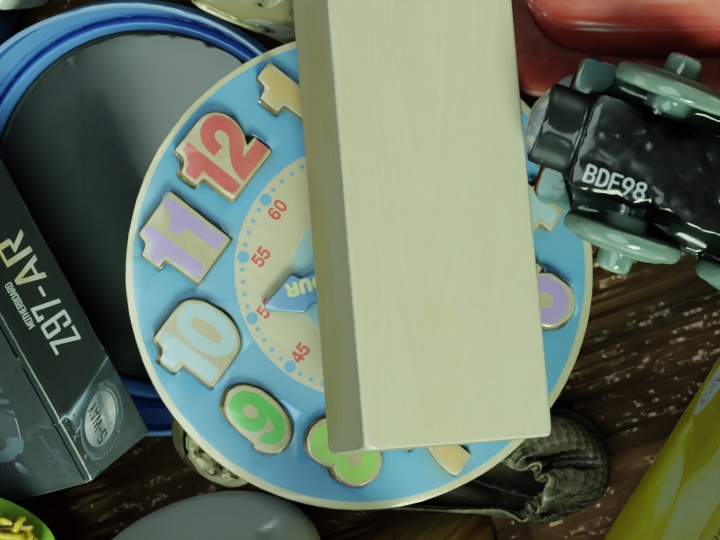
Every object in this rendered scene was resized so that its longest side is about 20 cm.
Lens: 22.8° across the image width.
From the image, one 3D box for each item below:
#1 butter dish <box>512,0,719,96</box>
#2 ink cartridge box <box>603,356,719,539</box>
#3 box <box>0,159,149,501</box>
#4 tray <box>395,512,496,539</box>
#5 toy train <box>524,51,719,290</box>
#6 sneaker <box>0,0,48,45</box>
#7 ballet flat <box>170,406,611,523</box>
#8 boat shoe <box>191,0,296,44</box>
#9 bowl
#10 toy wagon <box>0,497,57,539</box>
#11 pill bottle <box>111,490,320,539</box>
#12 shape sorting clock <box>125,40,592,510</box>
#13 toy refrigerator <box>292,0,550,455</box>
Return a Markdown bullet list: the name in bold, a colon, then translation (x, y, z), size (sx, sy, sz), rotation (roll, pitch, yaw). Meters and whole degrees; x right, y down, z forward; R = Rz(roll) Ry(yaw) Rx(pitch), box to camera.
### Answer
- **butter dish**: translation (0.130, -0.162, 0.684), size (0.198, 0.148, 0.201), rotation (3, 99, 18)
- **ink cartridge box**: translation (0.123, 0.140, 0.667), size (0.047, 0.200, 0.199), rotation (29, 106, -6)
- **box**: translation (-0.209, 0.035, 0.829), size (0.199, 0.043, 0.161), rotation (-17, 105, 41)
- **tray**: translation (0.025, 0.170, 0.734), size (0.037, 0.200, 0.100), rotation (-14, 92, 19)
- **toy train**: translation (0.157, -0.027, 0.690), size (0.198, 0.114, 0.086), rotation (18, 97, 0)
- **sneaker**: translation (-0.138, -0.172, 0.811), size (0.145, 0.081, 0.202), rotation (2, 101, 15)
- **ballet flat**: translation (0.011, 0.082, 0.789), size (0.198, 0.046, 0.068), rotation (7, 119, 6)
- **boat shoe**: translation (-0.041, -0.134, 0.763), size (0.199, 0.065, 0.073), rotation (21, 108, -9)
- **bowl**: translation (-0.098, -0.025, 0.824), size (0.199, 0.039, 0.203), rotation (3, 104, 12)
- **toy wagon**: translation (-0.188, 0.141, 0.832), size (0.155, 0.040, 0.200), rotation (35, 141, -17)
- **pill bottle**: translation (-0.048, 0.207, 0.795), size (0.108, 0.109, 0.201), rotation (-6, 116, 20)
- **shape sorting clock**: translation (0.000, 0.000, 0.752), size (0.198, 0.039, 0.202), rotation (0, 87, 0)
- **toy refrigerator**: translation (0.021, -0.031, 0.706), size (0.075, 0.070, 0.202), rotation (-4, 84, -14)
